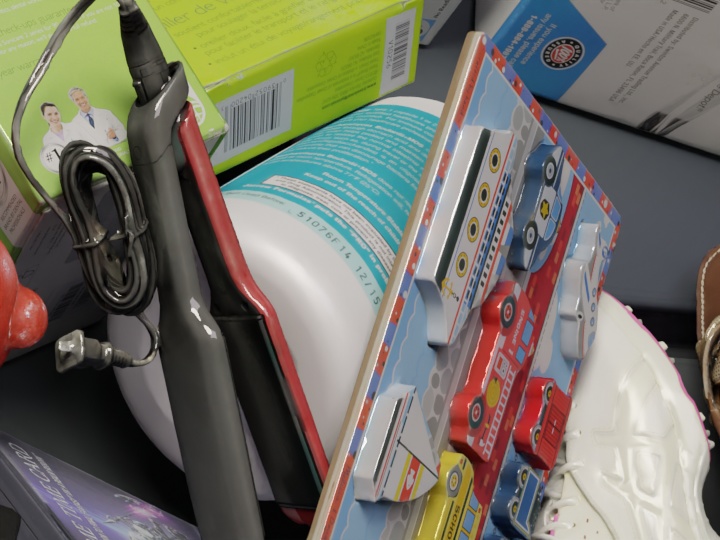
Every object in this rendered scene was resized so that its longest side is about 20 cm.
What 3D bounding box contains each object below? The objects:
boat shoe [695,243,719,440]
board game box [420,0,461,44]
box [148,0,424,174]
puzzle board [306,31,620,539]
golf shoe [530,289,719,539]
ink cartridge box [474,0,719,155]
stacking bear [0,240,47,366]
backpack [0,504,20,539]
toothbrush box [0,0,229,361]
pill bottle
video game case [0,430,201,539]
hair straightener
[{"bbox_3d":[0.175,0.043,0.953,0.072,0.075,0.201,56,14,-34],"label":"boat shoe"},{"bbox_3d":[-0.009,-0.217,1.033,0.102,0.105,0.201,4,60,-25],"label":"board game box"},{"bbox_3d":[-0.086,-0.116,0.927,0.122,0.048,0.199,-27,47,-37],"label":"box"},{"bbox_3d":[0.046,0.037,0.851,0.151,0.017,0.201,46,56,-54],"label":"puzzle board"},{"bbox_3d":[0.097,0.096,0.920,0.091,0.075,0.201,-10,65,-27],"label":"golf shoe"},{"bbox_3d":[0.169,-0.130,1.044,0.199,0.147,0.086,16,53,-19],"label":"ink cartridge box"},{"bbox_3d":[-0.187,-0.032,0.757,0.121,0.114,0.200,-28,67,-37],"label":"stacking bear"},{"bbox_3d":[-0.208,0.089,0.674,0.199,0.167,0.128,21,75,-10],"label":"backpack"},{"bbox_3d":[-0.154,-0.082,0.851,0.086,0.146,0.201,-26,74,-35],"label":"toothbrush box"},{"bbox_3d":[0.000,0.000,0.889,0.111,0.111,0.200,47,38,6],"label":"pill bottle"},{"bbox_3d":[-0.035,0.118,0.777,0.199,0.143,0.019,29,92,-29],"label":"video game case"},{"bbox_3d":[-0.065,0.007,0.757,0.077,0.041,0.202,-26,109,-35],"label":"hair straightener"}]
